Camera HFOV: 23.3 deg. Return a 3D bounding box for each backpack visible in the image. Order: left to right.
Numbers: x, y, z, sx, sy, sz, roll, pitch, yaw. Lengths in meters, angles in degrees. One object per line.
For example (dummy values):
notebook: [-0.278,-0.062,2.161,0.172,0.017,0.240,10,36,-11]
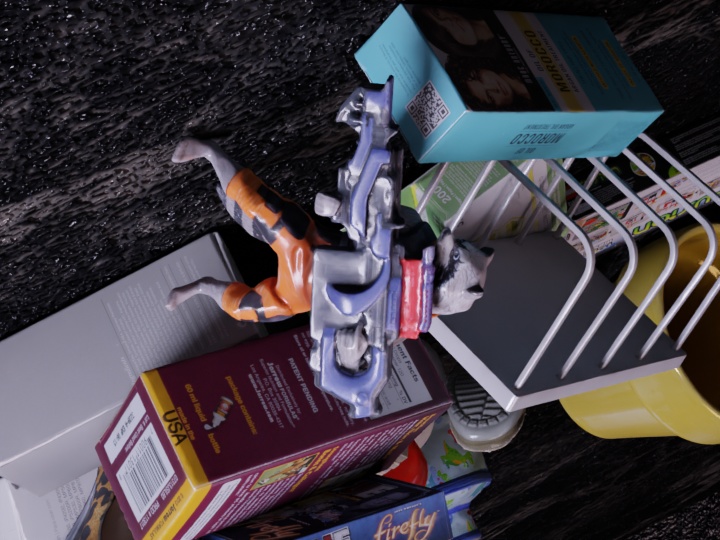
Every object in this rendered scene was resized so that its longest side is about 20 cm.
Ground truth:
backpack: [0.035,0.225,1.707,0.183,0.147,0.200,-19,164,-24]

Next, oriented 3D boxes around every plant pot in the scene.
plant pot: [0.288,0.077,1.651,0.200,0.201,0.189,-10,168,-40]

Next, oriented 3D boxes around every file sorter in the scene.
file sorter: [0.139,-0.012,1.145,0.200,0.139,0.125,-8,136,-48]

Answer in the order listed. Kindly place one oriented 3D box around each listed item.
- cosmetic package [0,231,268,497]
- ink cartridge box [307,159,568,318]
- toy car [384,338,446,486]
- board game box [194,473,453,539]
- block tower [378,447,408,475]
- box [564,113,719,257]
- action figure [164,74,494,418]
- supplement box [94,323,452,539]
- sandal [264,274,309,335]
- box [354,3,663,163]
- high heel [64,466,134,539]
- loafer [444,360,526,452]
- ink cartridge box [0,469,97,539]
cosmetic package: [-0.161,0.067,1.177,0.200,0.090,0.107,-24,161,-2]
ink cartridge box: [0.054,-0.016,1.231,0.200,0.048,0.146,-37,154,-10]
toy car: [-0.001,0.158,1.512,0.175,0.150,0.200,-23,160,-15]
board game box: [-0.044,0.173,1.198,0.135,0.035,0.200,-15,-173,-26]
block tower: [-0.034,0.151,1.369,0.054,0.058,0.200,26,137,-23]
box: [0.246,-0.070,1.439,0.200,0.035,0.110,-24,160,-10]
action figure: [-0.013,-0.029,1.017,0.105,0.193,0.200,-41,145,-65]
supplement box: [-0.057,0.100,1.142,0.200,0.086,0.110,-16,158,-33]
sandal: [0.000,0.000,1.275,0.200,0.045,0.075,-35,161,19]
box: [0.094,-0.113,1.064,0.200,0.082,0.049,-6,149,-47]
high heel: [-0.138,0.166,1.171,0.143,0.071,0.200,-58,-152,-11]
loafer: [0.113,0.105,1.499,0.075,0.070,0.200,-5,-157,9]
ink cartridge box: [-0.193,0.175,1.348,0.200,0.083,0.147,-15,176,-31]
